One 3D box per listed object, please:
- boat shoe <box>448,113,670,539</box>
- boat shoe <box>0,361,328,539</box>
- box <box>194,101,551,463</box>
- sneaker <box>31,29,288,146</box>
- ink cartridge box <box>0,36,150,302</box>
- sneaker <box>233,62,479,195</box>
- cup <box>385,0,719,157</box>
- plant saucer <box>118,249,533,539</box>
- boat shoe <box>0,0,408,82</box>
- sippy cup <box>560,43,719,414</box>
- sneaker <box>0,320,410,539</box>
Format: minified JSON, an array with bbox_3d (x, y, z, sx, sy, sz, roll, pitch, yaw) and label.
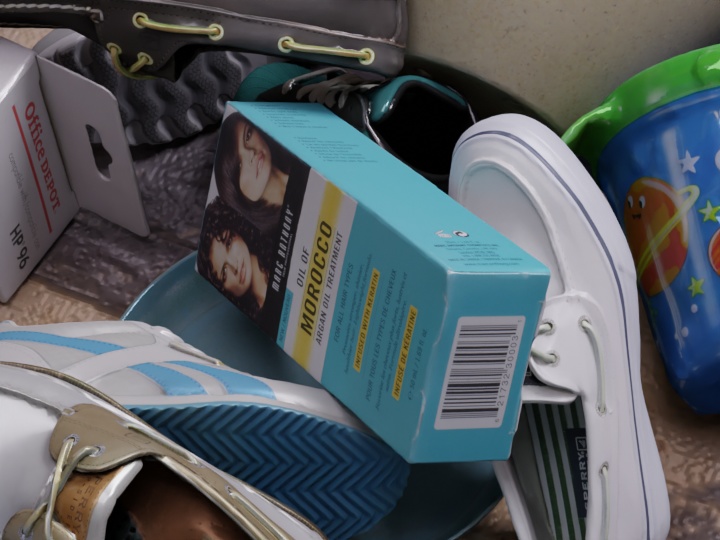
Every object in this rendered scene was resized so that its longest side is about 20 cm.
[{"bbox_3d":[0.077,0.038,1.053,0.073,0.201,0.067,-15,9,36],"label":"boat shoe"},{"bbox_3d":[-0.100,0.086,0.990,0.199,0.068,0.075,21,88,-1],"label":"boat shoe"},{"bbox_3d":[0.000,0.000,1.065,0.049,0.083,0.200,1,21,-31],"label":"box"},{"bbox_3d":[-0.077,-0.124,1.262,0.199,0.075,0.082,-23,42,-18],"label":"sneaker"},{"bbox_3d":[-0.202,-0.062,1.192,0.199,0.116,0.068,24,61,21],"label":"ink cartridge box"},{"bbox_3d":[0.010,-0.061,1.168,0.071,0.080,0.200,-18,37,-32],"label":"sneaker"},{"bbox_3d":[0.082,-0.136,1.185,0.199,0.200,0.144,23,78,20],"label":"cup"},{"bbox_3d":[-0.018,0.059,1.135,0.199,0.028,0.201,-3,50,3],"label":"plant saucer"},{"bbox_3d":[-0.078,-0.113,1.132,0.200,0.072,0.061,0,89,8],"label":"boat shoe"},{"bbox_3d":[0.172,-0.011,1.118,0.177,0.140,0.131,-15,64,17],"label":"sippy cup"},{"bbox_3d":[-0.076,0.060,1.074,0.198,0.077,0.081,9,34,3],"label":"sneaker"}]
